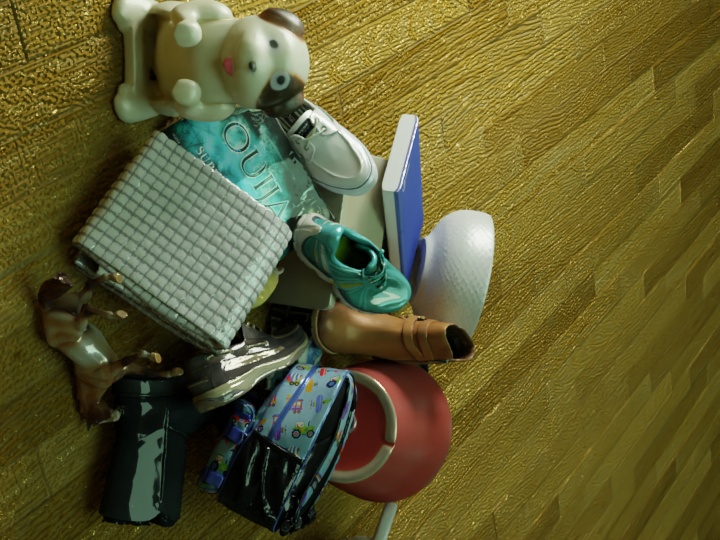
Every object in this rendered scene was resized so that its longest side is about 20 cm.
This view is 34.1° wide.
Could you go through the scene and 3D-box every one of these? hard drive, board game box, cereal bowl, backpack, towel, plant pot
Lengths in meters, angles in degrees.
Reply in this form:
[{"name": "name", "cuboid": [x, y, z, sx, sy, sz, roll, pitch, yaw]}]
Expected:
[{"name": "hard drive", "cuboid": [0.059, -0.089, 1.567, 0.201, 0.025, 0.133, 82, 18, -52]}, {"name": "board game box", "cuboid": [-0.131, -0.110, 1.383, 0.135, 0.028, 0.201, -38, 106, -27]}, {"name": "cereal bowl", "cuboid": [0.116, 0.010, 1.630, 0.200, 0.082, 0.203, -168, -90, -82]}, {"name": "backpack", "cuboid": [-0.087, 0.196, 1.393, 0.183, 0.133, 0.202, 55, 60, -80]}, {"name": "towel", "cuboid": [-0.196, -0.026, 1.281, 0.199, 0.085, 0.167, 34, 71, -10]}, {"name": "plant pot", "cuboid": [0.007, 0.207, 1.553, 0.177, 0.198, 0.203, 27, 74, -69]}]

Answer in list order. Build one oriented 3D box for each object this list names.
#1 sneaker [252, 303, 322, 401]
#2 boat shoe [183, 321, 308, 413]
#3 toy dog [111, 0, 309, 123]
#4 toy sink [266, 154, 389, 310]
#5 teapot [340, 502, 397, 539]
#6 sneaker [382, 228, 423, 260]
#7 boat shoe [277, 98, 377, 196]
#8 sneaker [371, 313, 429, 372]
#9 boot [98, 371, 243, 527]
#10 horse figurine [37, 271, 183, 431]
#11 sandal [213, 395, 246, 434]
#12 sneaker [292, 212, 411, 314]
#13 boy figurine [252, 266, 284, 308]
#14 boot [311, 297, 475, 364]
[{"name": "sneaker", "cuboid": [-0.083, 0.098, 1.563, 0.090, 0.078, 0.202, 61, 49, -66]}, {"name": "boat shoe", "cuboid": [-0.130, 0.093, 1.361, 0.200, 0.074, 0.074, -32, 98, -56]}, {"name": "toy dog", "cuboid": [-0.147, -0.220, 1.275, 0.193, 0.198, 0.142, 3, 95, -55]}, {"name": "toy sink", "cuboid": [-0.047, -0.053, 1.517, 0.112, 0.129, 0.203, 7, 90, -56]}, {"name": "teapot", "cuboid": [0.003, 0.444, 1.656, 0.199, 0.198, 0.147, 58, 27, -20]}, {"name": "sneaker", "cuboid": [0.036, -0.011, 1.697, 0.199, 0.076, 0.116, 26, 77, -51]}, {"name": "boat shoe", "cuboid": [-0.065, -0.162, 1.421, 0.074, 0.199, 0.067, -51, 156, -2]}, {"name": "sneaker", "cuboid": [0.036, 0.099, 1.705, 0.070, 0.090, 0.201, -34, 137, 0]}, {"name": "boot", "cuboid": [-0.217, 0.205, 1.365, 0.199, 0.076, 0.171, 4, 92, -53]}, {"name": "horse figurine", "cuboid": [-0.279, 0.074, 1.230, 0.201, 0.131, 0.050, 61, 29, -30]}, {"name": "sandal", "cuboid": [-0.149, 0.224, 1.507, 0.075, 0.045, 0.202, -47, 119, -47]}, {"name": "sneaker", "cuboid": [0.000, 0.000, 1.412, 0.199, 0.079, 0.078, 35, 72, -43]}, {"name": "boy figurine", "cuboid": [-0.151, 0.001, 1.422, 0.123, 0.064, 0.203, 13, 87, -30]}, {"name": "boot", "cuboid": [0.043, 0.085, 1.511, 0.199, 0.154, 0.078, 31, 68, -50]}]
